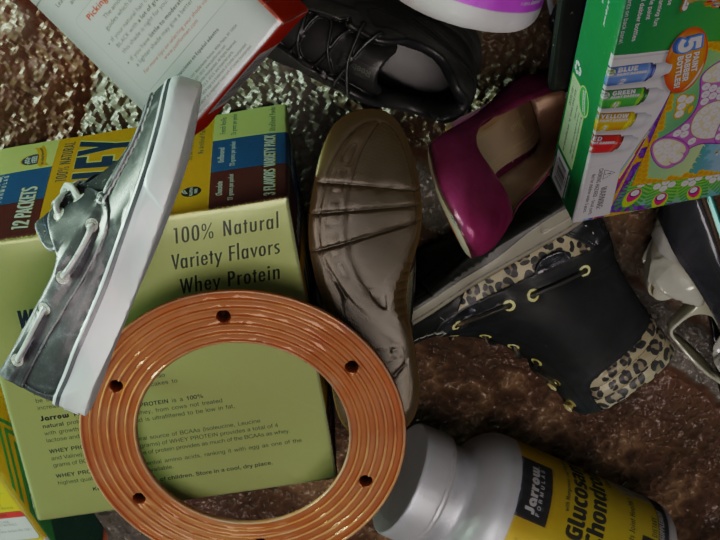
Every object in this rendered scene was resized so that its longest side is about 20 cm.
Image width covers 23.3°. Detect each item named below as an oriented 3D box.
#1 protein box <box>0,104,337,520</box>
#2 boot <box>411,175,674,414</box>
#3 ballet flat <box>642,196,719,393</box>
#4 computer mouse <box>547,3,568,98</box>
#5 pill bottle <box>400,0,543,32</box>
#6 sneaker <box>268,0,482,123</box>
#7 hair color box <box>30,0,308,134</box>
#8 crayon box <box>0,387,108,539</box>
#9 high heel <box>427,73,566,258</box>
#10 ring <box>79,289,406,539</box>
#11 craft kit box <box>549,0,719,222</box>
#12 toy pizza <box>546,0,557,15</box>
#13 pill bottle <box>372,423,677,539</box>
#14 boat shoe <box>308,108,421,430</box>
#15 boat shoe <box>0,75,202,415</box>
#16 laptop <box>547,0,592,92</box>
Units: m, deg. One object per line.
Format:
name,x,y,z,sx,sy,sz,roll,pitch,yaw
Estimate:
protein box,-0.125,0.026,1.109,0.196,0.135,0.202,-8,119,2
boot,0.097,0.046,1.165,0.202,0.074,0.154,-32,114,10
ballet flat,0.229,0.015,1.163,0.072,0.073,0.201,-26,119,11
computer mouse,0.217,-0.155,1.036,0.197,0.053,0.140,3,120,-12
pill bottle,0.082,-0.246,0.992,0.103,0.105,0.202,13,117,-10
sneaker,-0.015,-0.145,1.049,0.198,0.091,0.077,16,118,-10
hair color box,-0.138,-0.181,1.002,0.200,0.061,0.102,45,110,-2
crayon box,-0.273,0.131,1.179,0.126,0.051,0.201,-9,123,32
high heel,0.095,-0.072,1.034,0.095,0.201,0.068,-21,113,14
ring,-0.071,0.096,1.057,0.198,0.019,0.203,0,119,1
craft kit box,0.216,-0.121,0.974,0.195,0.049,0.201,-13,144,-13
toy pizza,0.213,-0.185,1.073,0.197,0.032,0.202,-2,119,-3
pill bottle,0.113,0.181,1.220,0.198,0.112,0.113,24,115,-16
boat shoe,0.000,0.000,1.080,0.072,0.065,0.203,-1,99,-9
boat shoe,-0.147,-0.020,0.972,0.067,0.072,0.202,22,105,-5
laptop,0.183,-0.223,0.959,0.185,0.117,0.201,-12,144,-9
